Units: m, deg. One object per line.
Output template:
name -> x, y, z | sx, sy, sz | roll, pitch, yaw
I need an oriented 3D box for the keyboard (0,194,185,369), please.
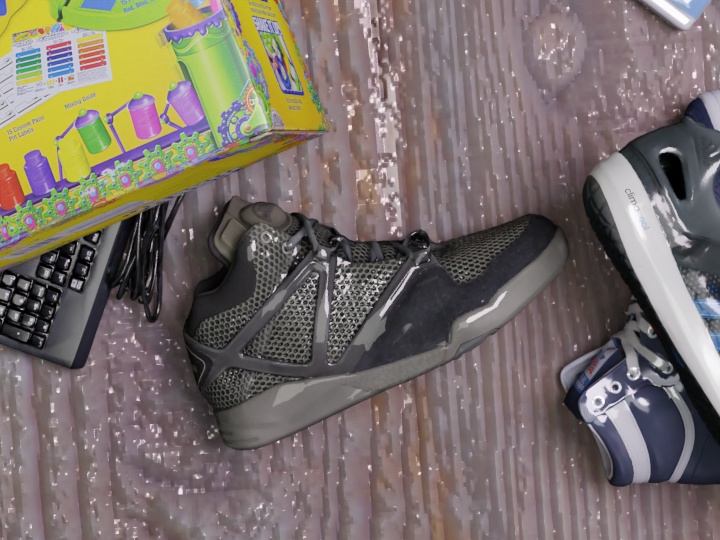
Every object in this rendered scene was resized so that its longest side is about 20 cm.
keyboard -> -0.133, -0.049, 1.103 | 0.104, 0.040, 0.201 | 18, 97, -2

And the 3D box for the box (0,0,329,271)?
box -> -0.149, -0.116, 1.026 | 0.199, 0.122, 0.193 | -21, 89, 13

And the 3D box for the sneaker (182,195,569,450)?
sneaker -> 0.000, 0.000, 1.091 | 0.199, 0.076, 0.115 | -24, 103, 8

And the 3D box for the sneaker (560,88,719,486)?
sneaker -> 0.151, 0.015, 1.097 | 0.108, 0.070, 0.201 | -8, 100, -1

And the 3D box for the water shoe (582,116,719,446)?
water shoe -> 0.181, 0.023, 1.029 | 0.079, 0.072, 0.200 | -32, 106, 0

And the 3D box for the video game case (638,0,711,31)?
video game case -> 0.136, -0.250, 1.089 | 0.200, 0.022, 0.182 | 36, 95, -4
